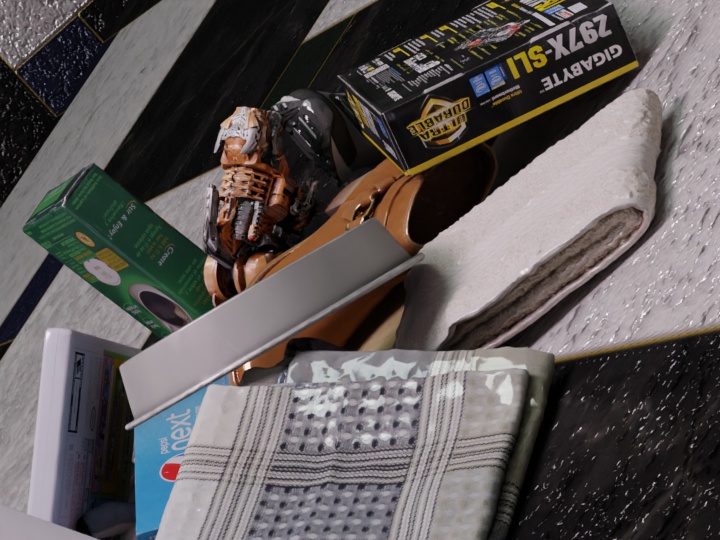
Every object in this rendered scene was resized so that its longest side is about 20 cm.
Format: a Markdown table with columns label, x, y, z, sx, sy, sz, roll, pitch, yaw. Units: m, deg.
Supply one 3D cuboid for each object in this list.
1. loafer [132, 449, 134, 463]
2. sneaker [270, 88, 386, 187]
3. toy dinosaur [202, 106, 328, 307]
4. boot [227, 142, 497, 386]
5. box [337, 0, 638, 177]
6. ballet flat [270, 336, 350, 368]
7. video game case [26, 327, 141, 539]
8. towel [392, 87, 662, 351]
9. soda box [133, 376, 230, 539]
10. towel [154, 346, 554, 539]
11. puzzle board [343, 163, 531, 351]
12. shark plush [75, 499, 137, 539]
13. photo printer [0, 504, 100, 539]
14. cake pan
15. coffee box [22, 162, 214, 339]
| label | x | y | z | sx | sy | sz | roll | pitch | yaw |
| --- | --- | --- | --- | --- | --- | --- | --- | --- | --- |
| loafer | -0.118 | 0.093 | 1.863 | 0.070 | 0.070 | 0.200 | -56 | 1 | -30 |
| sneaker | -0.003 | -0.101 | 1.859 | 0.079 | 0.074 | 0.200 | -42 | -14 | 7 |
| toy dinosaur | -0.066 | -0.005 | 1.769 | 0.136 | 0.102 | 0.200 | -1 | -67 | -55 |
| boot | 0.000 | 0.000 | 1.665 | 0.155 | 0.074 | 0.200 | -18 | 40 | 61 |
| box | 0.076 | -0.127 | 1.692 | 0.159 | 0.049 | 0.200 | -25 | 14 | -4 |
| ballet flat | -0.063 | 0.120 | 1.530 | 0.072 | 0.072 | 0.201 | -30 | 28 | 59 |
| video game case | -0.185 | 0.144 | 1.754 | 0.182 | 0.022 | 0.201 | 30 | -116 | -79 |
| towel | 0.091 | -0.016 | 1.500 | 0.200 | 0.034 | 0.133 | -39 | 21 | 29 |
| soda box | -0.102 | 0.130 | 1.668 | 0.068 | 0.064 | 0.200 | -16 | 26 | 2 |
| towel | -0.010 | 0.110 | 1.360 | 0.192 | 0.035 | 0.200 | -5 | 40 | 25 |
| puzzle board | 0.037 | 0.026 | 1.658 | 0.200 | 0.017 | 0.151 | -36 | 21 | 51 |
| shark plush | -0.099 | 0.162 | 1.757 | 0.083 | 0.091 | 0.200 | -19 | 11 | 34 |
| photo printer | -0.188 | 0.223 | 1.521 | 0.070 | 0.200 | 0.167 | 111 | 179 | -47 |
| cake pan | -0.057 | 0.028 | 1.535 | 0.200 | 0.037 | 0.200 | -31 | 0 | 0 |
| coffee box | -0.142 | 0.008 | 1.910 | 0.044 | 0.200 | 0.123 | -55 | 12 | -19 |
